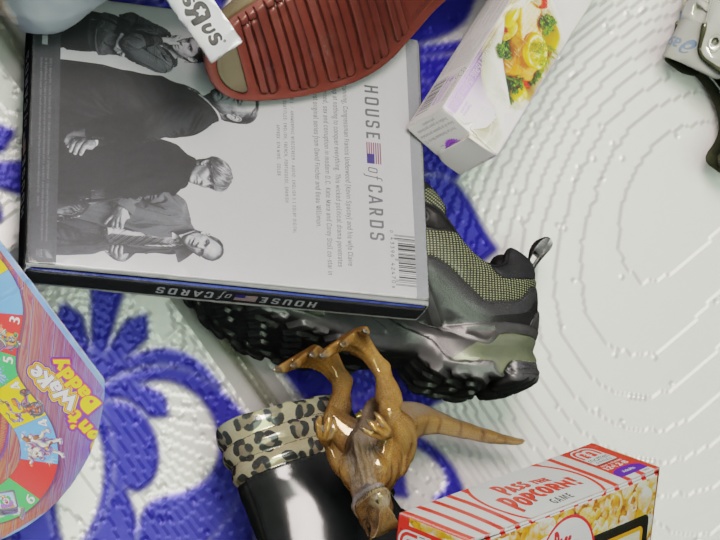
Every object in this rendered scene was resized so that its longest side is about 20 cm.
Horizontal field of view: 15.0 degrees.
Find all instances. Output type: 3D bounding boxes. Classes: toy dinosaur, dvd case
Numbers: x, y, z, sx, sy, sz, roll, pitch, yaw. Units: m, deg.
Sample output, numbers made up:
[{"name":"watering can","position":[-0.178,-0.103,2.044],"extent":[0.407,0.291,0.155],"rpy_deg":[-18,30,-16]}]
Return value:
[{"name":"toy dinosaur","position":[0.010,0.079,1.338],"extent":[0.060,0.200,0.107],"rpy_deg":[-27,96,22]},{"name":"dvd case","position":[-0.066,-0.056,1.334],"extent":[0.198,0.025,0.151],"rpy_deg":[6,63,-15]}]

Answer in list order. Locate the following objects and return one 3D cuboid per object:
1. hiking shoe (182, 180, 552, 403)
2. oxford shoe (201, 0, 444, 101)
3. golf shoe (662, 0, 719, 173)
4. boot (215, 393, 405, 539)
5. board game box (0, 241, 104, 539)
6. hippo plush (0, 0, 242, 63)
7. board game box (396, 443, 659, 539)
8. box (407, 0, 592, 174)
[{"name":"hiking shoe","position":[0.000,0.000,1.385],"extent":[0.199,0.076,0.101],"rpy_deg":[16,68,-18]},{"name":"oxford shoe","position":[-0.003,-0.149,1.361],"extent":[0.199,0.075,0.071],"rpy_deg":[-29,134,-22]},{"name":"golf shoe","position":[0.201,-0.145,1.439],"extent":[0.097,0.078,0.201],"rpy_deg":[-19,98,-11]},{"name":"boot","position":[0.021,0.136,1.384],"extent":[0.203,0.073,0.155],"rpy_deg":[-5,69,-46]},{"name":"board game box","position":[-0.219,0.051,1.278],"extent":[0.157,0.039,0.201],"rpy_deg":[-31,106,17]},{"name":"hippo plush","position":[-0.165,-0.159,1.226],"extent":[0.160,0.159,0.200],"rpy_deg":[-21,68,-47]},{"name":"board game box","position":[0.074,0.198,1.312],"extent":[0.151,0.046,0.202],"rpy_deg":[-13,114,-48]},{"name":"box","position":[0.091,-0.137,1.385],"extent":[0.039,0.041,0.201],"rpy_deg":[40,61,-16]}]
